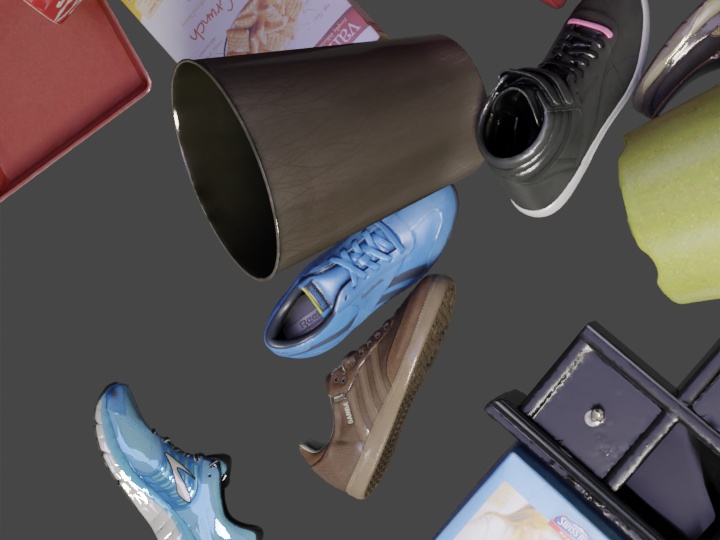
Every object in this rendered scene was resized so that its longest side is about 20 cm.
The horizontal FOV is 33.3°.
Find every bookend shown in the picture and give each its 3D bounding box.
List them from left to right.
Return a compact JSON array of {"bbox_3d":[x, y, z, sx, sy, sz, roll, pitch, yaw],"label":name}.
[{"bbox_3d":[0.234,0.090,0.888,0.199,0.092,0.200,41,99,12],"label":"bookend"}]

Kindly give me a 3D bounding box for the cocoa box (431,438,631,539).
[{"bbox_3d":[0.154,0.240,0.905,0.200,0.131,0.134,41,99,11],"label":"cocoa box"}]

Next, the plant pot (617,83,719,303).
[{"bbox_3d":[0.286,-0.063,0.829,0.183,0.200,0.202,-20,88,29],"label":"plant pot"}]

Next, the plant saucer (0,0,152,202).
[{"bbox_3d":[-0.298,-0.192,1.074,0.199,0.037,0.201,-32,83,17],"label":"plant saucer"}]

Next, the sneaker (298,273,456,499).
[{"bbox_3d":[0.010,0.086,0.978,0.075,0.070,0.201,26,101,15],"label":"sneaker"}]

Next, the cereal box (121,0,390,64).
[{"bbox_3d":[-0.091,-0.211,1.004,0.144,0.039,0.200,-45,80,16],"label":"cereal box"}]

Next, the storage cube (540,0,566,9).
[{"bbox_3d":[0.101,-0.311,0.862,0.170,0.180,0.201,31,103,13],"label":"storage cube"}]

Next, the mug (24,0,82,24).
[{"bbox_3d":[-0.239,-0.324,0.964,0.177,0.133,0.200,38,95,-25],"label":"mug"}]

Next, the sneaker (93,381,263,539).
[{"bbox_3d":[-0.156,0.177,1.049,0.090,0.078,0.201,-36,86,-2],"label":"sneaker"}]

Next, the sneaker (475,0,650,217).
[{"bbox_3d":[0.151,-0.144,0.886,0.070,0.099,0.201,24,88,31],"label":"sneaker"}]

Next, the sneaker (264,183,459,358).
[{"bbox_3d":[0.000,0.000,0.972,0.200,0.078,0.066,-44,79,14],"label":"sneaker"}]

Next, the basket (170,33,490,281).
[{"bbox_3d":[-0.014,-0.099,0.895,0.181,0.199,0.136,58,152,28],"label":"basket"}]

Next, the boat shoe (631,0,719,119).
[{"bbox_3d":[0.282,-0.177,0.869,0.073,0.074,0.200,45,111,4],"label":"boat shoe"}]
